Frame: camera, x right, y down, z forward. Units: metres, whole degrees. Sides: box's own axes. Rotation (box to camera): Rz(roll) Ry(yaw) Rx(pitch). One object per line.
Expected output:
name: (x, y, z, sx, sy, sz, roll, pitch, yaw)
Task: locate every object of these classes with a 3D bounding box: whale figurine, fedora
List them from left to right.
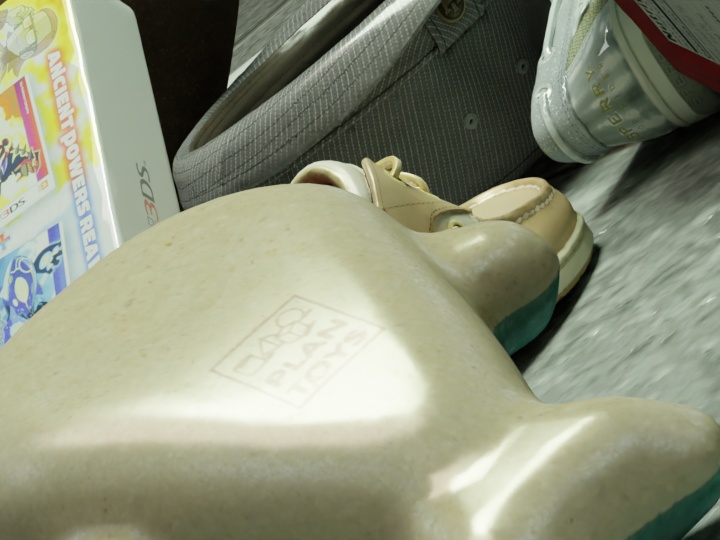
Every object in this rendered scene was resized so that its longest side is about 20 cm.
whale figurine: (-0.002, 0.055, 0.585, 0.200, 0.104, 0.159, 14, 47, 46)
fedora: (0.021, -0.071, 0.977, 0.177, 0.090, 0.200, -29, 19, 49)

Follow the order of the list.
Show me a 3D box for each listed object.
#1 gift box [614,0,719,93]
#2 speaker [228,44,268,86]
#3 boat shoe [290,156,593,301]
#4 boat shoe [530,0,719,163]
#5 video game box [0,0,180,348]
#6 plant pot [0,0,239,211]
gift box: (0.140, -0.135, 0.582, 0.187, 0.185, 0.200, -48, 34, -3)
speaker: (-0.054, -0.054, 1.244, 0.200, 0.081, 0.081, -40, 10, -7)
boat shoe: (0.000, 0.000, 0.748, 0.074, 0.069, 0.200, -19, 7, 39)
boat shoe: (0.097, -0.095, 0.916, 0.065, 0.074, 0.202, -31, 19, 19)
video game box: (-0.137, 0.022, 0.837, 0.182, 0.047, 0.200, -35, 49, 24)
plant pot: (-0.135, -0.062, 1.076, 0.200, 0.187, 0.187, -58, 0, 26)
